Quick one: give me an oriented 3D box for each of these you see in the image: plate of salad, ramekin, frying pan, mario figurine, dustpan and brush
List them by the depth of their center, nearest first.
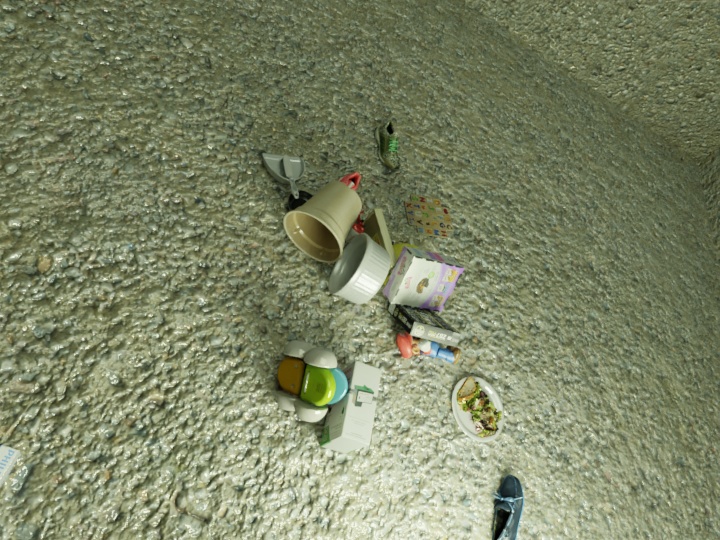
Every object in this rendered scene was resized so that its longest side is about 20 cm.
[{"bbox_3d":[0.000,0.000,1.493,0.097,0.200,0.201,30,54,-21],"label":"ramekin"},{"bbox_3d":[0.204,0.217,1.534,0.199,0.124,0.107,15,55,-16],"label":"mario figurine"},{"bbox_3d":[0.369,0.422,1.566,0.199,0.048,0.201,14,58,-24],"label":"plate of salad"},{"bbox_3d":[-0.226,-0.300,1.605,0.139,0.057,0.201,-1,66,-30],"label":"dustpan and brush"},{"bbox_3d":[-0.144,-0.183,1.608,0.189,0.031,0.116,26,54,-19],"label":"frying pan"}]

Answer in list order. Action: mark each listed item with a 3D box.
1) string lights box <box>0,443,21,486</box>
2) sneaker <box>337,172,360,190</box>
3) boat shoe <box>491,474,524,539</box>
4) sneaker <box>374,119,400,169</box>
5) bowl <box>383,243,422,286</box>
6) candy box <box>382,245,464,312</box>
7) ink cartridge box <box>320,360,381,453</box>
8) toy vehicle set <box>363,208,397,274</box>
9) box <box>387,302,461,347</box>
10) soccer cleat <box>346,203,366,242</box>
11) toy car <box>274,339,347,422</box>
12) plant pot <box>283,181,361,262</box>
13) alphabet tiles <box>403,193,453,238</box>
[{"bbox_3d":[-0.768,0.353,0.951,0.199,0.059,0.103,28,53,-14],"label":"string lights box"},{"bbox_3d":[-0.061,-0.258,1.651,0.074,0.087,0.201,43,49,-16],"label":"sneaker"},{"bbox_3d":[0.414,0.675,1.432,0.068,0.084,0.201,34,50,-24],"label":"boat shoe"},{"bbox_3d":[0.110,-0.467,1.867,0.076,0.089,0.201,-4,67,-31],"label":"sneaker"},{"bbox_3d":[0.166,-0.012,1.645,0.199,0.108,0.201,13,60,-23],"label":"bowl"},{"bbox_3d":[0.190,0.029,1.546,0.199,0.168,0.072,12,25,-31],"label":"candy box"},{"bbox_3d":[-0.024,0.354,1.318,0.084,0.146,0.201,22,55,-16],"label":"ink cartridge box"},{"bbox_3d":[0.052,-0.077,1.604,0.026,0.124,0.201,-3,67,-30],"label":"toy vehicle set"},{"bbox_3d":[0.187,0.154,1.525,0.160,0.200,0.049,15,100,-21],"label":"box"},{"bbox_3d":[-0.028,-0.168,1.646,0.068,0.085,0.201,35,29,-28],"label":"soccer cleat"},{"bbox_3d":[-0.114,0.276,1.286,0.149,0.199,0.176,14,87,-43],"label":"toy car"},{"bbox_3d":[-0.095,-0.157,1.505,0.200,0.200,0.184,38,58,-6],"label":"plant pot"},{"bbox_3d":[0.251,-0.199,1.856,0.199,0.006,0.167,6,62,-27],"label":"alphabet tiles"}]
